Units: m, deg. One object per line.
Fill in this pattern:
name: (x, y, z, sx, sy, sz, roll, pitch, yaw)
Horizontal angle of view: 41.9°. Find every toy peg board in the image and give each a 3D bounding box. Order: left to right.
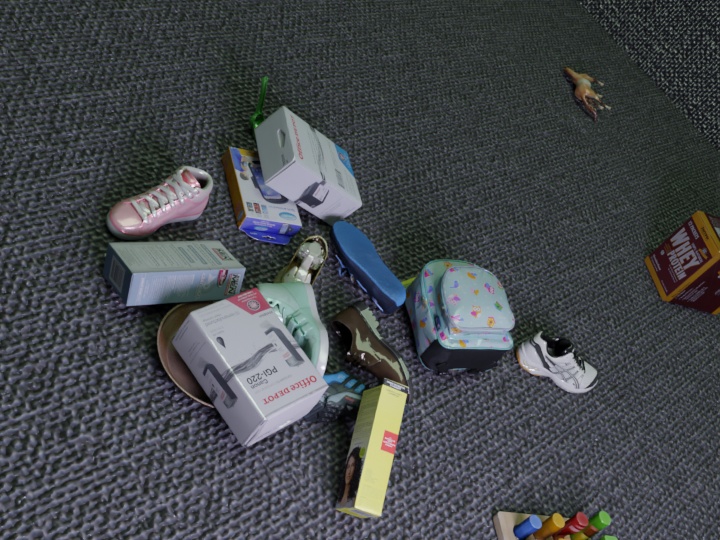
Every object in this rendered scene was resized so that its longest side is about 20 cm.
toy peg board: (0.341, 0.479, 1.531, 0.197, 0.098, 0.202, 14, 45, -28)

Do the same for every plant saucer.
plant saucer: (-0.226, 0.137, 1.458, 0.198, 0.037, 0.202, 22, 43, -21)

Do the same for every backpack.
backpack: (0.179, 0.072, 1.731, 0.174, 0.154, 0.201, 1, 48, -25)

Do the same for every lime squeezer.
lime squeezer: (-0.182, -0.276, 1.866, 0.038, 0.070, 0.203, -27, 102, -70)

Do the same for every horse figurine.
horse figurine: (0.673, -0.531, 2.786, 0.131, 0.050, 0.201, 24, 41, -19)

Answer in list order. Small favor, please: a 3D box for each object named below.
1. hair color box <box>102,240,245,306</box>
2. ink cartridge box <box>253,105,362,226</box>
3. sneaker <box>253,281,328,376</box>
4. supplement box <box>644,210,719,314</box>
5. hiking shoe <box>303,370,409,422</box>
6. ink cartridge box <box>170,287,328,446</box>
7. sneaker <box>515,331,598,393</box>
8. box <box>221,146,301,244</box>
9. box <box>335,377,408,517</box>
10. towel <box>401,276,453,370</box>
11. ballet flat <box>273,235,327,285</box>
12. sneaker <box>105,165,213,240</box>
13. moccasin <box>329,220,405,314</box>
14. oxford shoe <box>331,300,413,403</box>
hair color box: (-0.294, 0.002, 1.489, 0.198, 0.061, 0.099, -3, 32, -39)
ink cartridge box: (-0.100, -0.196, 1.785, 0.199, 0.083, 0.146, 31, 35, -45)
sneaker: (-0.122, 0.098, 1.513, 0.117, 0.074, 0.202, 3, 40, -22)
supplement box: (0.856, -0.016, 2.323, 0.198, 0.198, 0.134, 13, 45, -29)
hiking shoe: (-0.008, 0.201, 1.538, 0.198, 0.075, 0.087, 12, 47, -29)
ink cartridge box: (-0.165, 0.141, 1.408, 0.145, 0.085, 0.201, -22, 69, -47)
sneaker: (0.410, 0.182, 1.874, 0.198, 0.088, 0.076, 20, 41, -25)
box: (-0.182, -0.138, 1.751, 0.118, 0.042, 0.202, 8, 47, -33)
box: (0.018, 0.271, 1.436, 0.050, 0.075, 0.202, 23, 65, -19)
towel: (0.148, 0.098, 1.806, 0.085, 0.018, 0.201, -17, 66, -40)
ballet flat: (-0.105, 0.005, 1.655, 0.070, 0.071, 0.201, 33, 40, -7)
sneaker: (-0.329, -0.121, 1.570, 0.199, 0.105, 0.076, -22, 70, -46)
moccasin: (0.000, 0.000, 1.744, 0.080, 0.068, 0.201, -18, 64, -38)
oxford shoe: (0.016, 0.154, 1.619, 0.084, 0.073, 0.201, -26, 68, -31)
